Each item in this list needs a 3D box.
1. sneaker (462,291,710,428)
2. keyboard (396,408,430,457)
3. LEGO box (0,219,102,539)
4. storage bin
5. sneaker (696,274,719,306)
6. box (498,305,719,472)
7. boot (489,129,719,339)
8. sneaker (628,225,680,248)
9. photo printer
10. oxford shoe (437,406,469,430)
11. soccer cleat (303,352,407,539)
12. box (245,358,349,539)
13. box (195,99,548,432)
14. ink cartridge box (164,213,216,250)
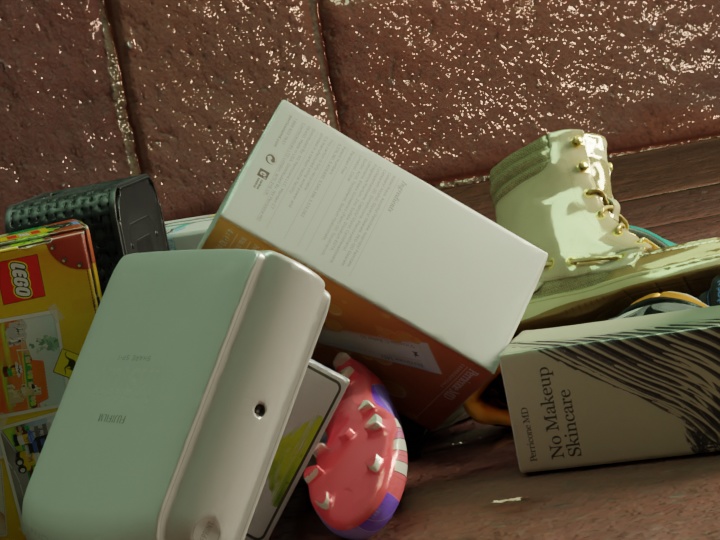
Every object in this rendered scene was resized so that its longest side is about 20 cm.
[{"bbox_3d":[0.153,0.070,1.419,0.199,0.079,0.077,-19,0,40],"label":"sneaker"},{"bbox_3d":[0.009,0.040,1.503,0.021,0.127,0.200,-55,6,40],"label":"keyboard"},{"bbox_3d":[-0.226,0.082,1.352,0.148,0.201,0.077,-12,7,-12],"label":"LEGO box"},{"bbox_3d":[-0.201,0.034,1.713,0.093,0.201,0.135,-9,7,10],"label":"storage bin"},{"bbox_3d":[0.258,0.011,1.373,0.111,0.077,0.200,-15,-39,21],"label":"sneaker"},{"bbox_3d":[0.191,0.068,1.320,0.199,0.083,0.068,-10,8,20],"label":"box"},{"bbox_3d":[0.178,-0.031,1.511,0.199,0.156,0.073,-17,-35,29],"label":"boot"},{"bbox_3d":[0.172,0.022,1.610,0.199,0.084,0.121,-16,-18,25],"label":"sneaker"},{"bbox_3d":[-0.111,0.088,1.226,0.069,0.201,0.166,30,-18,-33],"label":"photo printer"},{"bbox_3d":[0.058,0.083,1.540,0.199,0.075,0.058,-24,-32,-31],"label":"oxford shoe"},{"bbox_3d":[0.006,0.116,1.317,0.067,0.077,0.200,-37,20,6],"label":"soccer cleat"},{"bbox_3d":[-0.080,0.095,1.353,0.060,0.117,0.200,29,-5,-14],"label":"box"},{"bbox_3d":[0.000,0.000,1.405,0.098,0.199,0.124,-63,5,-27],"label":"box"},{"bbox_3d":[-0.140,0.031,1.880,0.199,0.148,0.146,-7,7,24],"label":"ink cartridge box"}]
